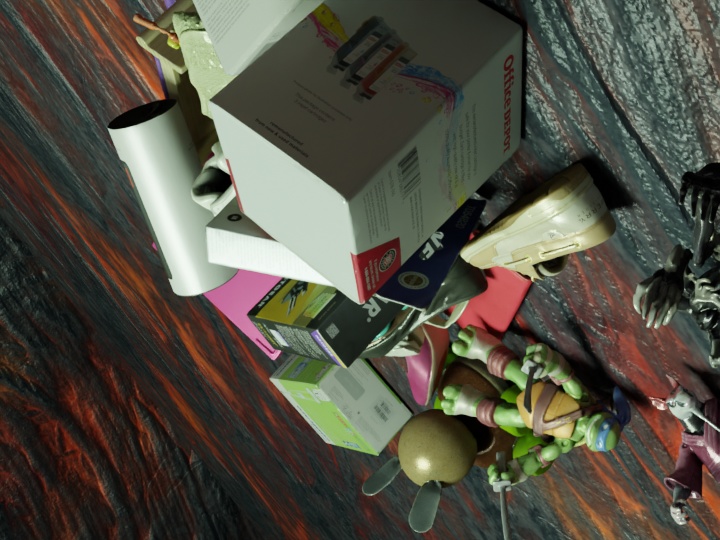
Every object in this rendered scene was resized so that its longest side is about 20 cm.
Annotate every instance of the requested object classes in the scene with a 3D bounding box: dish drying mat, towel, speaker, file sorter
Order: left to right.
[{"bbox_3d":[-0.197,-0.079,1.243,0.081,0.081,0.202,17,132,52],"label":"speaker"},{"bbox_3d":[-0.109,-0.026,1.361,0.200,0.139,0.125,42,-158,12],"label":"file sorter"},{"bbox_3d":[-0.067,-0.174,1.060,0.198,0.037,0.149,8,151,16],"label":"towel"},{"bbox_3d":[0.130,0.022,1.202,0.077,0.018,0.200,41,159,13],"label":"dish drying mat"}]

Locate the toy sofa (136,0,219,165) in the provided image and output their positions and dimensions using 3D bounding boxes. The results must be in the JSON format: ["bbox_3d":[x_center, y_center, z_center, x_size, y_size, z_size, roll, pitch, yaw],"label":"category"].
[{"bbox_3d":[-0.190,-0.211,1.271,0.097,0.083,0.200,37,159,17],"label":"toy sofa"}]

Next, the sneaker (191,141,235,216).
[{"bbox_3d":[-0.128,-0.078,1.202,0.201,0.098,0.078,101,151,-51],"label":"sneaker"}]

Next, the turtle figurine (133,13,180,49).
[{"bbox_3d":[-0.111,-0.217,1.122,0.198,0.065,0.162,3,148,33],"label":"turtle figurine"}]

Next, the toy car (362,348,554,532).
[{"bbox_3d":[0.102,0.213,1.365,0.164,0.200,0.158,25,153,42],"label":"toy car"}]

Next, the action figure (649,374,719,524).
[{"bbox_3d":[0.337,0.162,1.005,0.200,0.134,0.148,50,-153,22],"label":"action figure"}]

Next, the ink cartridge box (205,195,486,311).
[{"bbox_3d":[-0.006,-0.050,1.021,0.198,0.200,0.041,12,123,15],"label":"ink cartridge box"}]

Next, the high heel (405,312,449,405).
[{"bbox_3d":[0.046,0.068,1.278,0.095,0.068,0.201,14,139,15],"label":"high heel"}]

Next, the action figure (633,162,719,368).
[{"bbox_3d":[0.255,0.017,0.822,0.118,0.102,0.201,19,149,27],"label":"action figure"}]

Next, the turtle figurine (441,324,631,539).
[{"bbox_3d":[0.147,0.137,1.158,0.193,0.199,0.145,26,142,48],"label":"turtle figurine"}]

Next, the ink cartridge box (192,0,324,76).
[{"bbox_3d":[-0.086,-0.278,0.915,0.200,0.044,0.178,-32,82,53],"label":"ink cartridge box"}]

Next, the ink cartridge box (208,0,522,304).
[{"bbox_3d":[0.012,-0.113,0.898,0.144,0.200,0.146,37,158,25],"label":"ink cartridge box"}]

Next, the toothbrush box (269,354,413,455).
[{"bbox_3d":[-0.033,0.190,1.756,0.146,0.086,0.200,49,159,-14],"label":"toothbrush box"}]

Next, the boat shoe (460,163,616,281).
[{"bbox_3d":[0.148,-0.025,0.987,0.069,0.074,0.200,50,160,-2],"label":"boat shoe"}]

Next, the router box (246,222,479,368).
[{"bbox_3d":[0.000,0.000,1.140,0.052,0.200,0.157,52,158,-22],"label":"router box"}]

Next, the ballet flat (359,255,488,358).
[{"bbox_3d":[0.052,0.048,1.181,0.068,0.068,0.200,37,131,-20],"label":"ballet flat"}]
